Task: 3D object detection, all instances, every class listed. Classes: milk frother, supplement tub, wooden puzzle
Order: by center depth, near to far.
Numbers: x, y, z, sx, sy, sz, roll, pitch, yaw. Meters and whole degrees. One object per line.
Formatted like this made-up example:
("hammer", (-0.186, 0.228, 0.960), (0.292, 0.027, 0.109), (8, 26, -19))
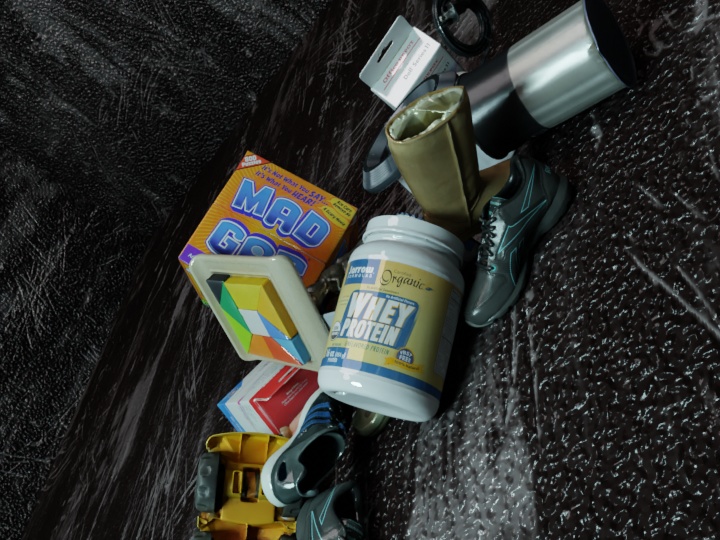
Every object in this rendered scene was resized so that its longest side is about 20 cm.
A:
("supplement tub", (0.040, 0.056, 0.884), (0.144, 0.142, 0.205), (-14, 58, 60))
("milk frother", (0.199, -0.276, 0.925), (0.186, 0.200, 0.182), (-26, 27, 37))
("wooden puzzle", (-0.136, 0.061, 1.049), (0.197, 0.188, 0.037), (0, 35, 42))

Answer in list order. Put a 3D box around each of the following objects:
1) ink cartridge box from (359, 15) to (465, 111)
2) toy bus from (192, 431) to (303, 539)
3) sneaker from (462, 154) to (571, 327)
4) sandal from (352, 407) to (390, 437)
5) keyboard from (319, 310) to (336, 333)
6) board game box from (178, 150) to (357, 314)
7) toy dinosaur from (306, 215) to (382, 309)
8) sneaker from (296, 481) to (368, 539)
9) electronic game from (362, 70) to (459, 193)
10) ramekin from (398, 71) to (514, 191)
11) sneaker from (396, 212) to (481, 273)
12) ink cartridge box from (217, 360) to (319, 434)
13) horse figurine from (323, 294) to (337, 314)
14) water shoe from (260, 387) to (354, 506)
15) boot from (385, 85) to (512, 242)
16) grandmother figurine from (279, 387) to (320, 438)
("ink cartridge box", (0.095, -0.292, 1.201), (0.067, 0.199, 0.118), (42, 101, 32))
("toy bus", (-0.151, 0.325, 1.003), (0.192, 0.132, 0.205), (124, 150, -68))
("sneaker", (0.159, -0.035, 0.874), (0.203, 0.078, 0.075), (-61, 23, -4))
("sandal", (0.035, 0.109, 0.975), (0.205, 0.057, 0.080), (-65, 18, -11))
("keyboard", (-0.061, 0.089, 1.051), (0.011, 0.057, 0.198), (-44, 15, -35))
("board game box", (-0.133, -0.018, 1.211), (0.203, 0.197, 0.201), (-59, -10, -18))
("toy dinosaur", (0.000, 0.000, 1.065), (0.087, 0.048, 0.200), (29, 61, 28))
("sneaker", (-0.034, 0.311, 0.815), (0.079, 0.075, 0.202), (-43, 26, 27))
("electronic game", (0.068, -0.192, 1.069), (0.200, 0.041, 0.201), (-48, 17, 20))
("ramekin", (0.132, -0.184, 1.112), (0.201, 0.097, 0.203), (-47, 24, 27))
("sneaker", (0.081, -0.021, 1.037), (0.087, 0.076, 0.199), (-62, 21, -3))
("ink cartridge box", (-0.125, 0.185, 1.166), (0.116, 0.068, 0.199), (-43, 12, -30))
("horse figurine", (-0.014, 0.027, 1.165), (0.201, 0.049, 0.133), (-57, 0, -41))
("water shoe", (-0.040, 0.205, 0.924), (0.078, 0.073, 0.201), (-16, 23, 36))
("boot", (0.126, -0.126, 0.872), (0.174, 0.201, 0.066), (-37, 52, -9))
("grandmother figurine", (-0.034, 0.161, 1.067), (0.201, 0.060, 0.121), (-52, 30, 6))
